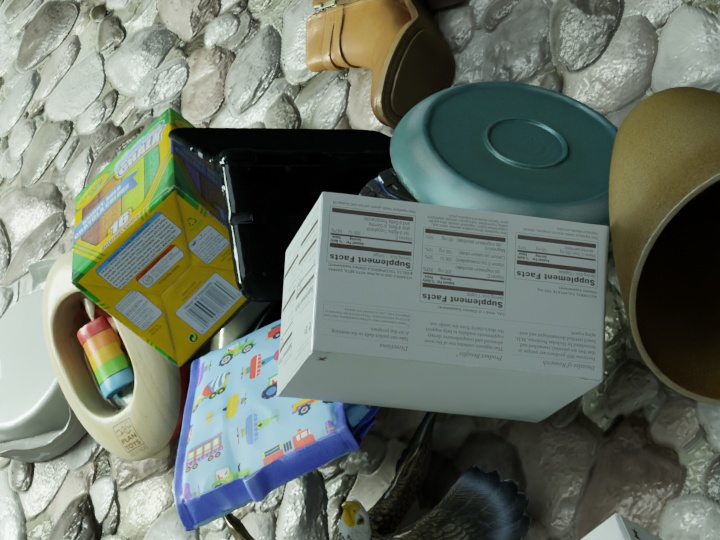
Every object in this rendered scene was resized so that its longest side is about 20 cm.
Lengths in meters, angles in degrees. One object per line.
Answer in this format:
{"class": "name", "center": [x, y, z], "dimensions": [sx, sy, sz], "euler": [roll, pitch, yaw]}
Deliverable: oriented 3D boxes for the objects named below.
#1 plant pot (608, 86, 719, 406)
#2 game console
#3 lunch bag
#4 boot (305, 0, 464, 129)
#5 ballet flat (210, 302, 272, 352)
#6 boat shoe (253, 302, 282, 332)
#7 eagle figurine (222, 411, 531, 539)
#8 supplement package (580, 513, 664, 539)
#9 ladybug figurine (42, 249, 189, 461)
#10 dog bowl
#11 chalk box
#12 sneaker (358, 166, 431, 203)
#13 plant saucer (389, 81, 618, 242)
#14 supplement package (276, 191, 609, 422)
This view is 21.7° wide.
{"class": "plant pot", "center": [0.244, -0.039, 1.275], "dimensions": [0.186, 0.186, 0.200], "euler": [-44, 28, 15]}
{"class": "game console", "center": [-0.035, -0.049, 1.504], "dimensions": [0.116, 0.199, 0.177], "euler": [-34, 62, 59]}
{"class": "lunch bag", "center": [-0.063, 0.115, 1.430], "dimensions": [0.150, 0.094, 0.200], "euler": [-25, 16, 16]}
{"class": "boot", "center": [0.005, -0.197, 1.654], "dimensions": [0.154, 0.077, 0.201], "euler": [-10, 57, 38]}
{"class": "ballet flat", "center": [-0.074, -0.003, 1.616], "dimensions": [0.200, 0.069, 0.070], "euler": [-45, 42, 6]}
{"class": "boat shoe", "center": [-0.091, 0.097, 1.579], "dimensions": [0.200, 0.062, 0.075], "euler": [-52, 43, 8]}
{"class": "eagle figurine", "center": [0.019, 0.196, 1.387], "dimensions": [0.199, 0.151, 0.153], "euler": [-28, 86, -10]}
{"class": "supplement package", "center": [0.141, 0.273, 1.200], "dimensions": [0.200, 0.121, 0.120], "euler": [-41, 43, 19]}
{"class": "ladybug figurine", "center": [-0.209, 0.073, 1.660], "dimensions": [0.135, 0.072, 0.201], "euler": [-29, 80, 38]}
{"class": "dog bowl", "center": [-0.306, 0.091, 1.792], "dimensions": [0.199, 0.059, 0.201], "euler": [-24, 50, 32]}
{"class": "chalk box", "center": [-0.159, -0.041, 1.585], "dimensions": [0.124, 0.124, 0.200], "euler": [-43, 26, 15]}
{"class": "sneaker", "center": [0.066, -0.027, 1.419], "dimensions": [0.075, 0.199, 0.079], "euler": [46, 121, 36]}
{"class": "plant saucer", "center": [0.121, -0.087, 1.403], "dimensions": [0.201, 0.199, 0.028], "euler": [-119, 30, -45]}
{"class": "supplement package", "center": [0.052, 0.030, 1.301], "dimensions": [0.156, 0.198, 0.112], "euler": [128, 148, -71]}
